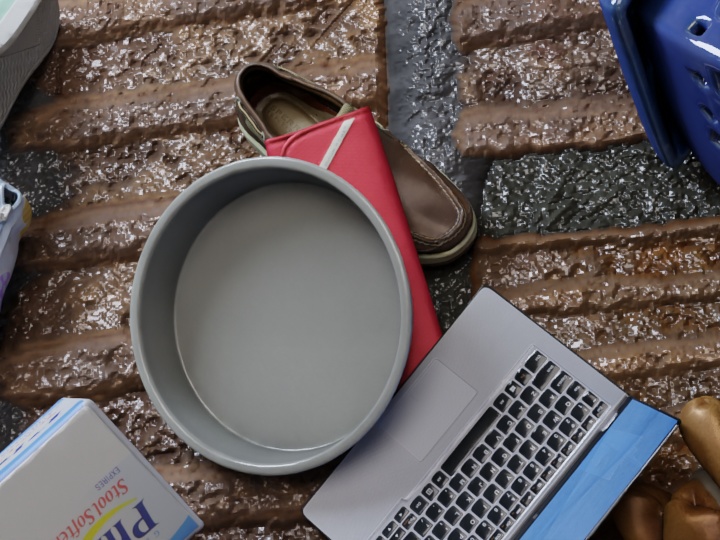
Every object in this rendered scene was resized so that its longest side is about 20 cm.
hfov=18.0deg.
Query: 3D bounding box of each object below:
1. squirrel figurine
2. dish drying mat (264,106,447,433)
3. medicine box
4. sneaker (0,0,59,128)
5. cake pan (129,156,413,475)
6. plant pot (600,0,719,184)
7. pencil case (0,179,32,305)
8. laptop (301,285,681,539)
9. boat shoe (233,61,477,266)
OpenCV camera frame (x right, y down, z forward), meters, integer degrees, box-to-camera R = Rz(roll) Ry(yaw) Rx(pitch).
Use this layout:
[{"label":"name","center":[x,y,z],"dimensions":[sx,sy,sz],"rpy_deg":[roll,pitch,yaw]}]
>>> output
[{"label":"squirrel figurine","center":[0.261,0.139,1.249],"dimensions":[0.141,0.187,0.200],"rpy_deg":[-12,68,-32]},{"label":"dish drying mat","center":[0.000,0.000,1.457],"dimensions":[0.077,0.018,0.200],"rpy_deg":[-17,82,4]},{"label":"medicine box","center":[-0.202,0.171,1.343],"dimensions":[0.182,0.200,0.103],"rpy_deg":[-42,94,-11]},{"label":"sneaker","center":[-0.304,-0.142,1.596],"dimensions":[0.118,0.074,0.201],"rpy_deg":[9,37,16]},{"label":"cake pan","center":[-0.052,0.029,1.440],"dimensions":[0.200,0.037,0.201],"rpy_deg":[-1,89,25]},{"label":"plant pot","center":[0.269,-0.150,1.408],"dimensions":[0.180,0.200,0.200],"rpy_deg":[27,71,33]},{"label":"pencil case","center":[-0.279,0.032,1.514],"dimensions":[0.091,0.083,0.200],"rpy_deg":[-3,61,31]},{"label":"laptop","center":[0.070,0.118,1.342],"dimensions":[0.200,0.116,0.187],"rpy_deg":[39,88,28]},{"label":"boat shoe","center":[-0.011,-0.074,1.510],"dimensions":[0.202,0.075,0.075],"rpy_deg":[32,73,27]}]
